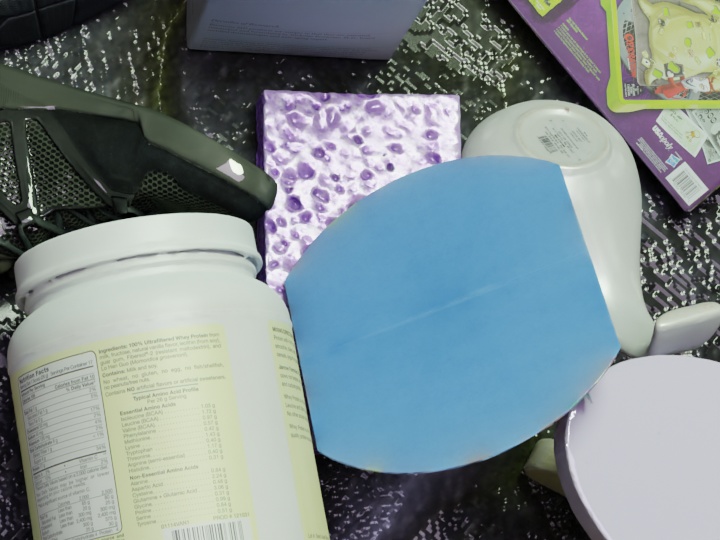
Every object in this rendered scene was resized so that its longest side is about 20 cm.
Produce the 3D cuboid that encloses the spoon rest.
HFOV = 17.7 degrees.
[{"bbox_3d":[0.124,-0.021,1.240,0.099,0.061,0.200,-12,46,-20],"label":"spoon rest"}]

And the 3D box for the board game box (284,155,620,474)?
[{"bbox_3d":[0.048,0.030,1.178,0.158,0.039,0.200,-22,45,8],"label":"board game box"}]

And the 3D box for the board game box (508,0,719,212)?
[{"bbox_3d":[0.165,-0.146,1.297,0.120,0.032,0.200,-40,86,12],"label":"board game box"}]

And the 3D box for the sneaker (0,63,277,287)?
[{"bbox_3d":[-0.143,-0.033,1.183,0.199,0.076,0.114,15,79,15],"label":"sneaker"}]

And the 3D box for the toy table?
[{"bbox_3d":[0.181,0.128,1.204,0.200,0.117,0.184,40,70,0],"label":"toy table"}]

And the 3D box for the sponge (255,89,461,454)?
[{"bbox_3d":[0.000,0.000,1.245,0.111,0.030,0.200,2,75,-12],"label":"sponge"}]

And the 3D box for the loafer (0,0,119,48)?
[{"bbox_3d":[-0.213,-0.149,1.220,0.200,0.072,0.063,-22,74,-16],"label":"loafer"}]

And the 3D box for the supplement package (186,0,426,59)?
[{"bbox_3d":[-0.019,-0.200,1.206,0.120,0.200,0.121,2,75,-11],"label":"supplement package"}]

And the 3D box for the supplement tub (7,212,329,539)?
[{"bbox_3d":[-0.096,0.085,1.141,0.145,0.145,0.200,-7,77,-14],"label":"supplement tub"}]
